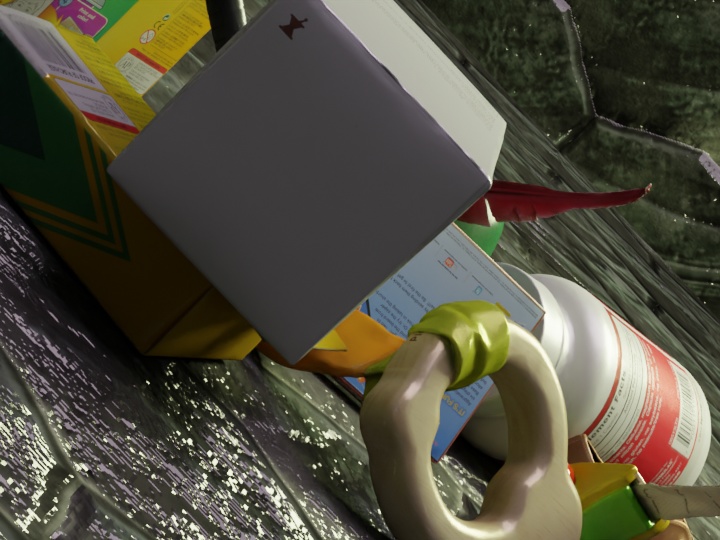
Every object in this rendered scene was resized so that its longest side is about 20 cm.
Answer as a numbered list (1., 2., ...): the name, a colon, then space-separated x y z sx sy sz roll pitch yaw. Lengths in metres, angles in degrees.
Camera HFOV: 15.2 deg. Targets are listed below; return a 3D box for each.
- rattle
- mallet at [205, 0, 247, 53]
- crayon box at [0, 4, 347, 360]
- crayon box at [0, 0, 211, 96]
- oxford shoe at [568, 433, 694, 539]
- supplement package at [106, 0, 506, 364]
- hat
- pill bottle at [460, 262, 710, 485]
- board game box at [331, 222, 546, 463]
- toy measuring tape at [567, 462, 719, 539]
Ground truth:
1. rattle: 0.036 0.112 1.310 0.200 0.142 0.130 59 35 -32
2. mallet: -0.064 -0.075 1.299 0.041 0.066 0.201 -149 -140 -72
3. crayon box: -0.100 -0.026 1.206 0.200 0.051 0.127 49 10 14
4. crayon box: -0.149 -0.150 1.287 0.058 0.119 0.200 52 11 29
5. oxford shoe: 0.168 0.175 1.510 0.200 0.071 0.071 47 8 -11
6. supplement package: -0.017 -0.055 1.180 0.117 0.117 0.200 47 10 -3
7. hat: 0.065 -0.057 1.662 0.200 0.176 0.166 49 10 14
8. pill bottle: 0.117 0.070 1.575 0.200 0.112 0.112 35 15 -51
9. board game box: 0.000 0.000 1.389 0.200 0.103 0.019 43 -14 -25
10. toy measuring tape: 0.120 0.132 1.348 0.074 0.074 0.200 43 -21 -20
